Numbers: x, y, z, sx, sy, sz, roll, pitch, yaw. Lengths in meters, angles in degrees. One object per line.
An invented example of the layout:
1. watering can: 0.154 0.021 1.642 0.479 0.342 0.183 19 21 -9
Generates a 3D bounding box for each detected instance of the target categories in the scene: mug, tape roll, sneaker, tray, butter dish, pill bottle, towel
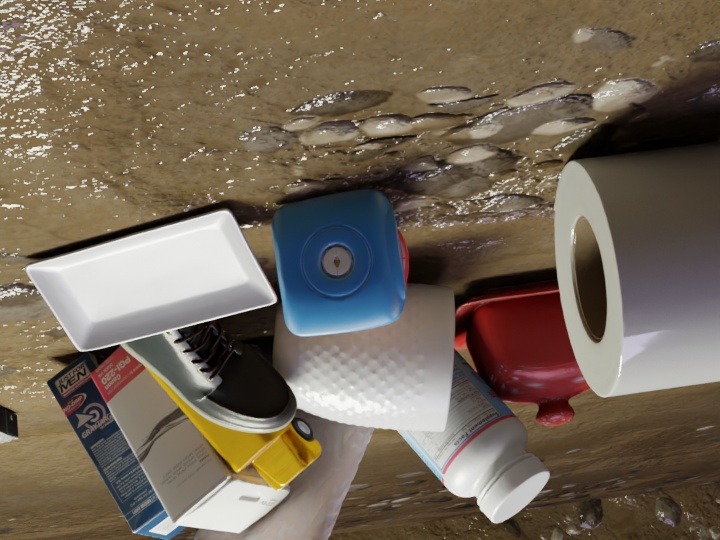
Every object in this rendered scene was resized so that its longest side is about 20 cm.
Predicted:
1. mug: 0.000 0.096 1.376 0.175 0.148 0.200 4 150 -1
2. tape roll: 0.255 -0.002 1.128 0.139 0.204 0.203 -7 162 -4
3. sneaker: -0.144 0.079 1.256 0.200 0.075 0.106 31 155 1
4. tray: -0.181 0.006 1.171 0.199 0.022 0.108 -14 127 16
5. butter dish: 0.206 0.100 1.504 0.199 0.148 0.200 -8 161 -4
6. pill bottle: 0.111 0.174 1.468 0.109 0.200 0.109 -33 153 -19
7. towel: -0.087 0.243 1.478 0.191 0.201 0.032 5 157 48

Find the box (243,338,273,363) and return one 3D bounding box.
1. box: -0.042 0.113 1.581 0.199 0.050 0.158 -9 163 1

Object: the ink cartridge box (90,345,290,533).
1. ink cartridge box: -0.178 0.172 1.428 0.085 0.200 0.146 -41 154 10

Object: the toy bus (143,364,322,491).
1. toy bus: -0.131 0.132 1.353 0.065 0.200 0.078 -43 175 19

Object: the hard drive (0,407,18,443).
1. hard drive: -0.505 0.180 1.583 0.139 0.038 0.200 -11 161 4

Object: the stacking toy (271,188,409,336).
1. stacking toy: 0.000 0.000 1.202 0.109 0.117 0.200 -9 174 10

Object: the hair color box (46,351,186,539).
1. hair color box: -0.254 0.192 1.469 0.060 0.200 0.100 -36 160 2
